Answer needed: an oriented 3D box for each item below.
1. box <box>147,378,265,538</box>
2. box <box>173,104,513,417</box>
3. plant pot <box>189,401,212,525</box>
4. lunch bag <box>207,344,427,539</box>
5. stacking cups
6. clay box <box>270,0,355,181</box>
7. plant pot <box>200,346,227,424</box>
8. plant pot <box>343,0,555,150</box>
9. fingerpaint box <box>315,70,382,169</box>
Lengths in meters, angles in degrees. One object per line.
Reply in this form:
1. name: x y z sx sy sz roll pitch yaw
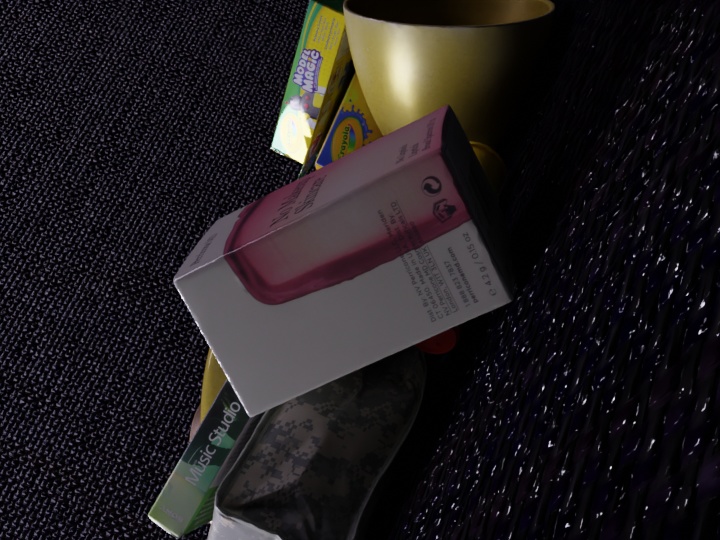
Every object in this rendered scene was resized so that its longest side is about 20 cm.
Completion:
1. box: -0.094 0.117 0.889 0.202 0.036 0.144 -61 -8 -3
2. box: -0.006 -0.010 0.724 0.197 0.110 0.128 -24 16 15
3. plant pot: -0.098 0.220 1.226 0.091 0.203 0.202 -23 23 24
4. lunch bag: -0.029 0.143 0.827 0.202 0.116 0.165 -58 -5 -29
5. stacking cups: 0.074 -0.023 0.838 0.202 0.060 0.061 -71 7 -49
6. clay box: -0.039 -0.203 1.128 0.115 0.047 0.202 -56 -11 -53
7. plant pot: -0.065 0.121 1.051 0.196 0.191 0.204 131 158 -81
8. plant pot: 0.082 -0.181 1.020 0.201 0.196 0.145 -70 -18 -64
9. fingerpaint box: 0.065 -0.166 1.136 0.073 0.165 0.203 -156 91 -88
